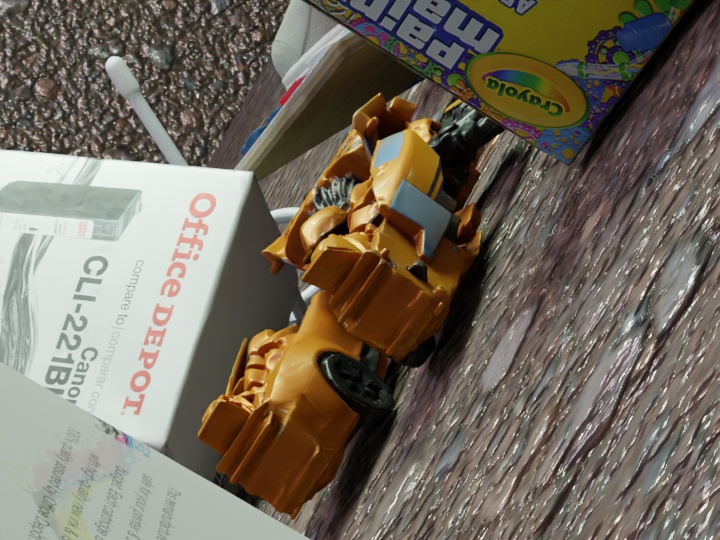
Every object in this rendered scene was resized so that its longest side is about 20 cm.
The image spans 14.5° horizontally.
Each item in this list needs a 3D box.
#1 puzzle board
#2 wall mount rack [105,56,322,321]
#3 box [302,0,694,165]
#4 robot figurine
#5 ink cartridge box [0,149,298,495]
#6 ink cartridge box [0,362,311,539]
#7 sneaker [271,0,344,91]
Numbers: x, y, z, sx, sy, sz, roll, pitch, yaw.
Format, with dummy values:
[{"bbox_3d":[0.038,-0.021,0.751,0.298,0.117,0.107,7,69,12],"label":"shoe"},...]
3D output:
[{"bbox_3d":[0.021,-0.103,1.257,0.150,0.017,0.200,-33,-4,-22],"label":"puzzle board"},{"bbox_3d":[-0.115,0.000,1.352,0.199,0.174,0.075,-35,-40,-9],"label":"wall mount rack"},{"bbox_3d":[0.086,-0.178,0.914,0.193,0.122,0.200,-55,7,37],"label":"box"},{"bbox_3d":[0.000,0.000,1.015,0.145,0.058,0.200,-55,7,21],"label":"robot figurine"},{"bbox_3d":[-0.144,0.028,1.246,0.084,0.199,0.145,70,-149,-54],"label":"ink cartridge box"},{"bbox_3d":[-0.117,0.113,0.735,0.145,0.199,0.147,-59,6,12],"label":"ink cartridge box"},{"bbox_3d":[0.003,-0.152,1.290,0.075,0.092,0.200,-28,-7,-32],"label":"sneaker"}]
